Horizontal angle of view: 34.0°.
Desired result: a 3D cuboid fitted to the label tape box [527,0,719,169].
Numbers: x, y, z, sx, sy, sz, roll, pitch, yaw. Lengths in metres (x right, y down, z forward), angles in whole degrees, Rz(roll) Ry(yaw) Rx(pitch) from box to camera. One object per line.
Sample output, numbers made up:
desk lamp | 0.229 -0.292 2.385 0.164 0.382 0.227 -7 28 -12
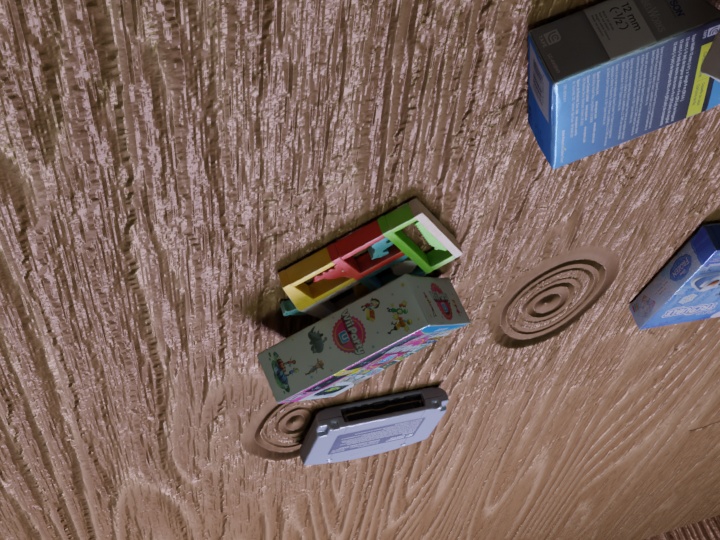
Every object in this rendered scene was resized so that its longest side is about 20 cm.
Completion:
label tape box | 0.250 -0.184 1.056 0.198 0.067 0.144 -23 153 -3

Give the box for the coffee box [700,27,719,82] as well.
coffee box | 0.435 -0.193 0.951 0.199 0.197 0.201 12 109 -47

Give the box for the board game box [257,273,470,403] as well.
board game box | 0.006 0.077 1.319 0.199 0.065 0.147 -30 167 20

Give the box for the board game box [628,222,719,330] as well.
board game box | 0.490 0.002 1.577 0.198 0.044 0.200 -7 151 -24

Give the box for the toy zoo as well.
toy zoo | 0.000 0.000 1.259 0.198 0.021 0.131 -28 152 13

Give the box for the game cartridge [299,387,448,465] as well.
game cartridge | 0.016 0.221 1.654 0.198 0.041 0.134 -8 147 -22
